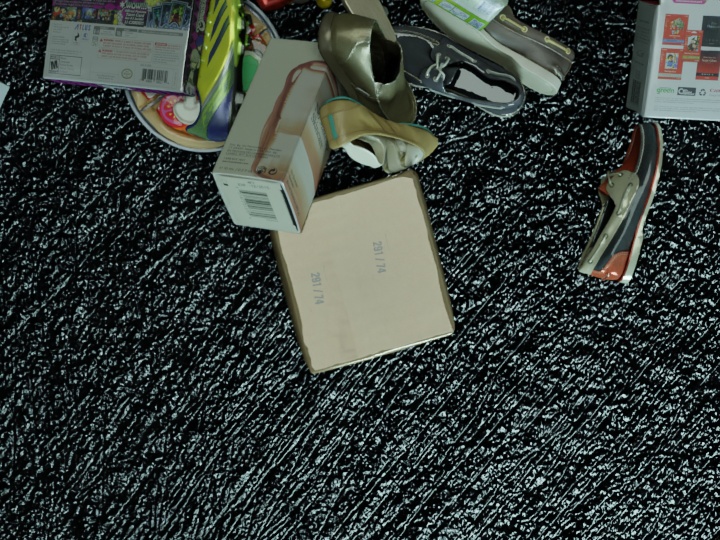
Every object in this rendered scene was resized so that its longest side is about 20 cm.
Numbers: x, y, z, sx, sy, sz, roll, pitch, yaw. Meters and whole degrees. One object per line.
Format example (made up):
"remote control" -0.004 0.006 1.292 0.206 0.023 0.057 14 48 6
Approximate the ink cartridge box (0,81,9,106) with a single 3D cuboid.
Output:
"ink cartridge box" -0.524 -0.162 1.279 0.144 0.085 0.201 24 92 -3

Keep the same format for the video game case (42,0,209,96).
"video game case" -0.271 -0.302 1.272 0.199 0.036 0.182 9 92 22

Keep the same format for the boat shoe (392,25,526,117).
"boat shoe" 0.108 -0.245 1.310 0.199 0.063 0.073 24 93 -1

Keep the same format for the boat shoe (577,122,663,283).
"boat shoe" 0.317 -0.086 1.322 0.062 0.071 0.201 13 95 0

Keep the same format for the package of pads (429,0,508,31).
"package of pads" 0.109 -0.398 1.251 0.154 0.068 0.201 25 62 -19

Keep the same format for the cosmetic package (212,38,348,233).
"cosmetic package" -0.085 -0.154 1.236 0.087 0.104 0.201 8 61 17

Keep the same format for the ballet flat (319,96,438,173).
"ballet flat" 0.024 -0.143 1.259 0.068 0.200 0.063 -21 69 36

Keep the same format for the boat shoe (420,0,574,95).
"boat shoe" 0.166 -0.289 1.310 0.200 0.072 0.060 32 84 -6

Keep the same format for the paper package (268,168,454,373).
"paper package" 0.000 0.000 1.294 0.190 0.103 0.201 -16 93 0

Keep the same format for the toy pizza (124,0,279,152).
"toy pizza" -0.190 -0.244 1.315 0.199 0.032 0.201 0 91 -2

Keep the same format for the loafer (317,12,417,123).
"loafer" 0.021 -0.221 1.251 0.067 0.200 0.076 3 69 32

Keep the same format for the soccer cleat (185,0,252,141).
"soccer cleat" -0.171 -0.251 1.269 0.083 0.065 0.201 2 92 5

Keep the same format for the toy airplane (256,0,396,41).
"toy airplane" -0.041 -0.364 1.278 0.198 0.141 0.201 14 69 -30

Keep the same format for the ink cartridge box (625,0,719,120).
"ink cartridge box" 0.433 -0.270 1.292 0.199 0.084 0.176 3 107 -2
